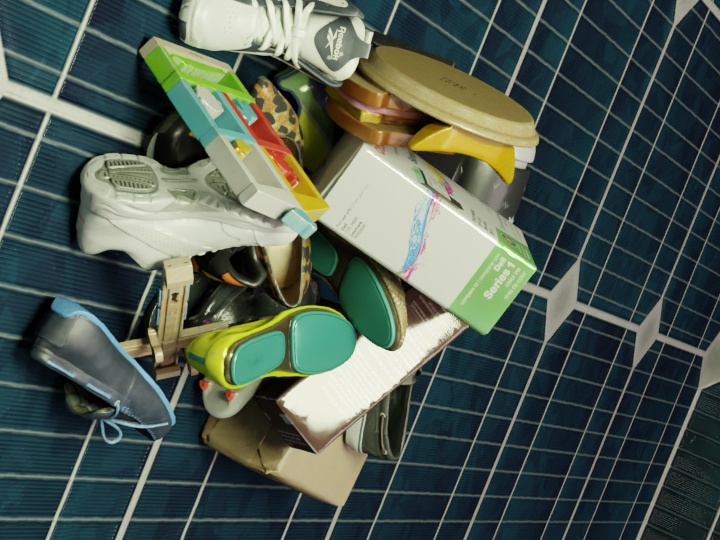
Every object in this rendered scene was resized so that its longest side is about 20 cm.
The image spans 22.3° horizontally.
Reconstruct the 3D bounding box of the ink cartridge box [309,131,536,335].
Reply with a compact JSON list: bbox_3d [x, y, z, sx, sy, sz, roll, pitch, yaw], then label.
[{"bbox_3d":[0.055,-0.045,1.697,0.084,0.200,0.145,-53,-170,12],"label":"ink cartridge box"}]

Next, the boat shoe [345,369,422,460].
[{"bbox_3d":[0.036,0.102,1.893,0.069,0.057,0.200,-19,126,-59],"label":"boat shoe"}]

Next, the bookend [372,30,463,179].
[{"bbox_3d":[0.026,-0.104,1.851,0.200,0.092,0.199,-65,166,-11],"label":"bookend"}]

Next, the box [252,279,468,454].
[{"bbox_3d":[-0.001,0.089,1.784,0.200,0.075,0.100,-38,-170,-14],"label":"box"}]

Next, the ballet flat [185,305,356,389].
[{"bbox_3d":[-0.083,0.066,1.657,0.200,0.067,0.067,-10,106,-55],"label":"ballet flat"}]

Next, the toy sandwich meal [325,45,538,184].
[{"bbox_3d":[0.066,-0.142,1.676,0.205,0.205,0.070,-9,127,-62],"label":"toy sandwich meal"}]

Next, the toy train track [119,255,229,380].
[{"bbox_3d":[-0.164,0.053,1.605,0.114,0.033,0.200,-12,152,-16],"label":"toy train track"}]

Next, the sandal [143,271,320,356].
[{"bbox_3d":[-0.113,0.033,1.720,0.200,0.048,0.076,-12,101,-38],"label":"sandal"}]

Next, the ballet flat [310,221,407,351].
[{"bbox_3d":[0.000,0.000,1.736,0.065,0.200,0.071,-7,135,-40],"label":"ballet flat"}]

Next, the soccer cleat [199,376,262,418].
[{"bbox_3d":[-0.095,0.057,1.814,0.078,0.069,0.200,29,81,-54],"label":"soccer cleat"}]

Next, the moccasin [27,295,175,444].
[{"bbox_3d":[-0.232,0.097,1.584,0.068,0.080,0.200,-54,138,-17],"label":"moccasin"}]

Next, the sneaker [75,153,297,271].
[{"bbox_3d":[-0.150,-0.041,1.553,0.200,0.078,0.099,8,132,-21],"label":"sneaker"}]

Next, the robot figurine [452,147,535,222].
[{"bbox_3d":[0.119,-0.093,2.063,0.150,0.125,0.200,-135,-118,-70],"label":"robot figurine"}]

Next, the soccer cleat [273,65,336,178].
[{"bbox_3d":[-0.059,-0.121,1.770,0.084,0.065,0.200,-16,136,-22],"label":"soccer cleat"}]

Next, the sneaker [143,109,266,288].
[{"bbox_3d":[-0.127,-0.061,1.622,0.070,0.090,0.200,-52,152,-29],"label":"sneaker"}]

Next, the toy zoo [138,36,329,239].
[{"bbox_3d":[-0.097,-0.105,1.535,0.020,0.200,0.131,-41,161,17],"label":"toy zoo"}]

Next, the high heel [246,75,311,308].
[{"bbox_3d":[-0.074,-0.068,1.667,0.071,0.143,0.200,-10,139,-10],"label":"high heel"}]

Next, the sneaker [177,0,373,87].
[{"bbox_3d":[-0.060,-0.211,1.584,0.199,0.129,0.080,-1,111,-63],"label":"sneaker"}]

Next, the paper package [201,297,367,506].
[{"bbox_3d":[-0.053,0.134,1.926,0.191,0.103,0.200,-63,155,-8],"label":"paper package"}]
